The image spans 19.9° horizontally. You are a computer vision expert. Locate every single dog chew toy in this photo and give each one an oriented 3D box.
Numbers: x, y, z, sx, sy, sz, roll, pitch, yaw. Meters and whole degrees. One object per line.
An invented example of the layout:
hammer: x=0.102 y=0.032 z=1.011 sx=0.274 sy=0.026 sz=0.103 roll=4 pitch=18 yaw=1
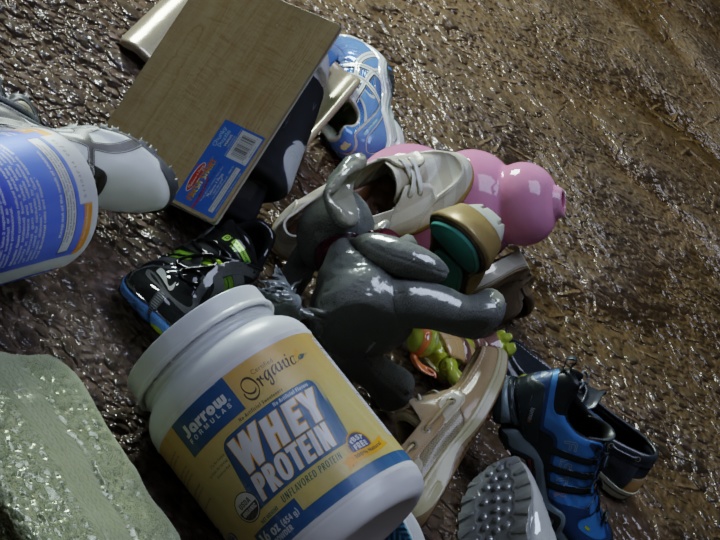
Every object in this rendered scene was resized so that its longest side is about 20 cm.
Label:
dog chew toy: x=0.093 y=-0.060 z=1.939 sx=0.124 sy=0.199 sz=0.125 roll=-2 pitch=90 yaw=-73

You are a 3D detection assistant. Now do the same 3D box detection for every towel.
towel: x=-0.214 y=0.133 z=1.410 sx=0.148 sy=0.036 sz=0.200 roll=0 pitch=50 yaw=-53

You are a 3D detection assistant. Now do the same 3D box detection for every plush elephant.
plush elephant: x=0.000 y=0.000 z=1.754 sx=0.199 sy=0.165 sz=0.155 roll=21 pitch=43 yaw=-22

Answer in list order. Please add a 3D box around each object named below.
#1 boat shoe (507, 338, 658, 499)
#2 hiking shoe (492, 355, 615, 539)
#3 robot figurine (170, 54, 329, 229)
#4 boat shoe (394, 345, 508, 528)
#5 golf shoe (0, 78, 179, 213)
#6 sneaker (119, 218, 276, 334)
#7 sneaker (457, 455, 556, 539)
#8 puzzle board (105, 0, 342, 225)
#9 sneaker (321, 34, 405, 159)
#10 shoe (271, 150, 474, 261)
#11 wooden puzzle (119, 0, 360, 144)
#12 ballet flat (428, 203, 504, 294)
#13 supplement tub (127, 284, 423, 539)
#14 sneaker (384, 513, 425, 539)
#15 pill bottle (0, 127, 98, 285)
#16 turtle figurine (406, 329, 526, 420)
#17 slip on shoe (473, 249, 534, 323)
boat shoe: x=0.204 y=0.130 z=1.966 sx=0.200 sy=0.062 sz=0.075 roll=45 pitch=28 yaw=5
hiking shoe: x=0.187 y=0.172 z=1.800 sx=0.200 sy=0.086 sz=0.074 roll=61 pitch=25 yaw=-27
robot figurine: x=-0.104 y=-0.139 z=1.806 sx=0.150 sy=0.201 sz=0.125 roll=10 pitch=-19 yaw=27
boat shoe: x=0.062 y=0.129 z=1.705 sx=0.064 sy=0.071 sz=0.200 roll=32 pitch=51 yaw=2
golf shoe: x=-0.242 y=-0.078 z=1.644 sx=0.199 sy=0.078 sz=0.095 roll=21 pitch=36 yaw=-17
sneaker: x=-0.129 y=-0.002 z=1.672 sx=0.071 sy=0.083 sz=0.200 roll=46 pitch=27 yaw=5
sneaker: x=0.138 y=0.244 z=1.714 sx=0.080 sy=0.076 sz=0.200 roll=38 pitch=29 yaw=-36
puzzle board: x=-0.124 y=-0.146 z=1.733 sx=0.150 sy=0.200 sz=0.017 roll=26 pitch=-12 yaw=29
sneaker: x=-0.011 y=-0.179 z=2.100 sx=0.077 sy=0.076 sz=0.200 roll=27 pitch=29 yaw=-37
shoe: x=0.013 y=-0.061 z=1.853 sx=0.053 sy=0.199 sz=0.070 roll=97 pitch=-32 yaw=-67
wooden puzzle: x=-0.108 y=-0.208 z=1.987 sx=0.200 sy=0.046 sz=0.185 roll=40 pitch=45 yaw=-3
ballet flat: x=0.094 y=-0.028 z=1.798 sx=0.069 sy=0.063 sz=0.200 roll=45 pitch=-12 yaw=5
supplement tub: x=-0.064 y=0.125 z=1.508 sx=0.200 sy=0.145 sz=0.145 roll=50 pitch=27 yaw=14
sneaker: x=-0.007 y=0.163 z=1.611 sx=0.200 sy=0.077 sz=0.081 roll=53 pitch=27 yaw=15
pill bottle: x=-0.286 y=-0.038 z=1.475 sx=0.112 sy=0.112 sz=0.200 roll=49 pitch=26 yaw=12
turtle figurine: x=0.091 y=0.084 z=1.873 sx=0.161 sy=0.064 sz=0.200 roll=23 pitch=23 yaw=-48
slip on shoe: x=0.132 y=0.021 z=1.989 sx=0.200 sy=0.076 sz=0.061 roll=4 pitch=67 yaw=-81
